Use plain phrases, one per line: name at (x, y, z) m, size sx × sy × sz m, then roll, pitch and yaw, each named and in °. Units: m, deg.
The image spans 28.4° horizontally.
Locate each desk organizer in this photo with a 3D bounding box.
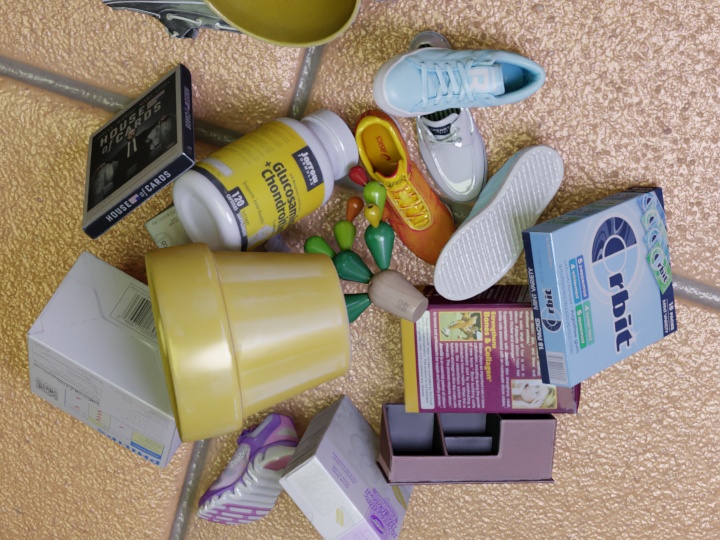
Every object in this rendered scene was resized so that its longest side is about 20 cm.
desk organizer at (0.123, 0.200, 1.649) m, size 0.199 × 0.072 × 0.077 m, roll 1°, pitch 103°, yaw -11°

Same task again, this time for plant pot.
plant pot at (-0.115, 0.062, 1.479) m, size 0.188 × 0.201 × 0.202 m, roll -11°, pitch 104°, yaw -11°
plant pot at (-0.071, -0.360, 1.515) m, size 0.199 × 0.142 × 0.200 m, roll 15°, pitch 143°, yaw 12°

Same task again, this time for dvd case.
dvd case at (-0.249, -0.137, 1.601) m, size 0.150 × 0.200 × 0.025 m, roll -35°, pitch 124°, yaw 17°

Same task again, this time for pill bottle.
pill bottle at (-0.101, -0.101, 1.575) m, size 0.112 × 0.200 × 0.112 m, roll 37°, pitch 146°, yaw 31°

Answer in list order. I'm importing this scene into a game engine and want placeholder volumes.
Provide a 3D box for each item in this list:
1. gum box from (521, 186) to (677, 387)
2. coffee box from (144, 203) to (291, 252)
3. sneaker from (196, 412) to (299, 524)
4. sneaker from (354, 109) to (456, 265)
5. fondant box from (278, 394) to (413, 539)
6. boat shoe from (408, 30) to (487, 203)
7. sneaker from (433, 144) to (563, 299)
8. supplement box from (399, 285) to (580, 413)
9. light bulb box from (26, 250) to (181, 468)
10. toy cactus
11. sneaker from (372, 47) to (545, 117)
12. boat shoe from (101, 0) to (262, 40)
gum box at (0.264, 0.014, 1.545) m, size 0.044 × 0.200 × 0.171 m, roll 5°, pitch 109°, yaw 46°
coffee box at (-0.147, -0.006, 1.672) m, size 0.114 × 0.080 × 0.200 m, roll -30°, pitch 98°, yaw 17°
sneaker at (-0.133, 0.242, 1.744) m, size 0.080 × 0.089 × 0.200 m, roll 16°, pitch 136°, yaw -35°
sneaker at (0.046, -0.087, 1.616) m, size 0.073 × 0.077 × 0.200 m, roll -30°, pitch 99°, yaw 15°
fondant box at (-0.012, 0.247, 1.652) m, size 0.058 × 0.200 × 0.144 m, roll -36°, pitch 97°, yaw 17°
boat shoe at (0.089, -0.166, 1.591) m, size 0.073 × 0.067 × 0.201 m, roll -17°, pitch 101°, yaw 15°
sneaker at (0.153, -0.052, 1.585) m, size 0.074 × 0.082 × 0.200 m, roll 40°, pitch 93°, yaw -6°
supplement box at (0.151, 0.088, 1.629) m, size 0.199 × 0.103 × 0.132 m, roll 0°, pitch 103°, yaw 11°
light bulb box at (-0.273, 0.109, 1.653) m, size 0.198 × 0.200 × 0.125 m, roll 30°, pitch 65°, yaw 1°
toy cactus at (0.000, 0.000, 1.577) m, size 0.165 × 0.102 × 0.201 m, roll 32°, pitch 97°, yaw 24°
sneaker at (0.110, -0.207, 1.513) m, size 0.199 × 0.082 × 0.074 m, roll -13°, pitch 96°, yaw -30°
boat shoe at (-0.200, -0.293, 1.610) m, size 0.199 × 0.071 × 0.064 m, roll 5°, pitch 105°, yaw 8°
